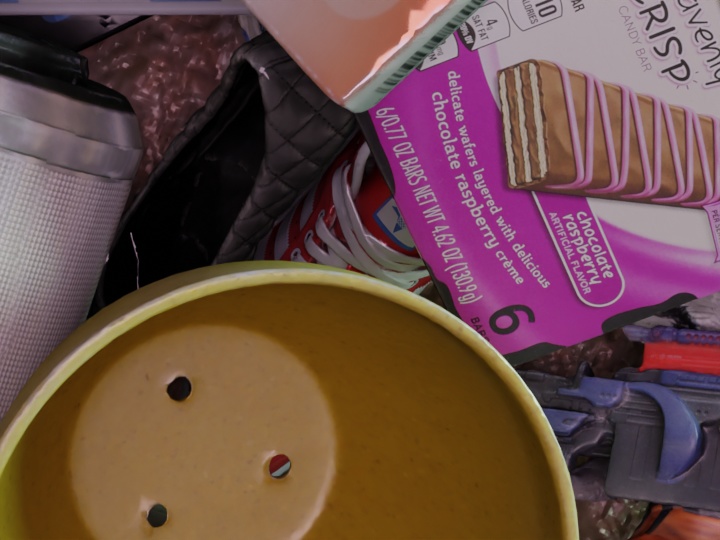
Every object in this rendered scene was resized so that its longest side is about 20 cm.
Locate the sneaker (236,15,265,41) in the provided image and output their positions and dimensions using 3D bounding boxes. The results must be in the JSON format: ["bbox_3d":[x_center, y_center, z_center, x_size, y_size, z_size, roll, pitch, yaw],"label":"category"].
[{"bbox_3d":[0.050,-0.125,0.966,0.200,0.085,0.077,-36,114,3],"label":"sneaker"}]

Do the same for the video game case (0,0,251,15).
[{"bbox_3d":[-0.052,-0.170,0.884,0.199,0.022,0.183,1,123,14],"label":"video game case"}]

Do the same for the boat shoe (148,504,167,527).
[{"bbox_3d":[-0.035,0.146,0.993,0.199,0.066,0.075,17,49,4],"label":"boat shoe"}]

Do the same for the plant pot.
[{"bbox_3d":[-0.043,0.082,0.893,0.199,0.142,0.201,-3,103,-14],"label":"plant pot"}]

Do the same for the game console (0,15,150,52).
[{"bbox_3d":[-0.079,-0.192,0.947,0.200,0.176,0.117,-26,68,-1],"label":"game console"}]

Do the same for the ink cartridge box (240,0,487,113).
[{"bbox_3d":[-0.009,-0.174,0.791,0.162,0.050,0.200,-43,88,10],"label":"ink cartridge box"}]

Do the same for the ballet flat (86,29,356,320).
[{"bbox_3d":[-0.063,-0.023,0.951,0.200,0.057,0.067,-53,56,37],"label":"ballet flat"}]

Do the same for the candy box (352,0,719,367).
[{"bbox_3d":[0.104,-0.064,0.856,0.199,0.061,0.137,-22,116,11],"label":"candy box"}]

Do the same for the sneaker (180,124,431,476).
[{"bbox_3d":[0.000,0.000,0.966,0.071,0.112,0.200,33,92,-10],"label":"sneaker"}]

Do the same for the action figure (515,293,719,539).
[{"bbox_3d":[0.104,0.091,1.011,0.199,0.105,0.194,14,89,25],"label":"action figure"}]

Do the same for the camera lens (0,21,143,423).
[{"bbox_3d":[-0.176,0.002,0.934,0.160,0.160,0.201,19,94,-5],"label":"camera lens"}]
